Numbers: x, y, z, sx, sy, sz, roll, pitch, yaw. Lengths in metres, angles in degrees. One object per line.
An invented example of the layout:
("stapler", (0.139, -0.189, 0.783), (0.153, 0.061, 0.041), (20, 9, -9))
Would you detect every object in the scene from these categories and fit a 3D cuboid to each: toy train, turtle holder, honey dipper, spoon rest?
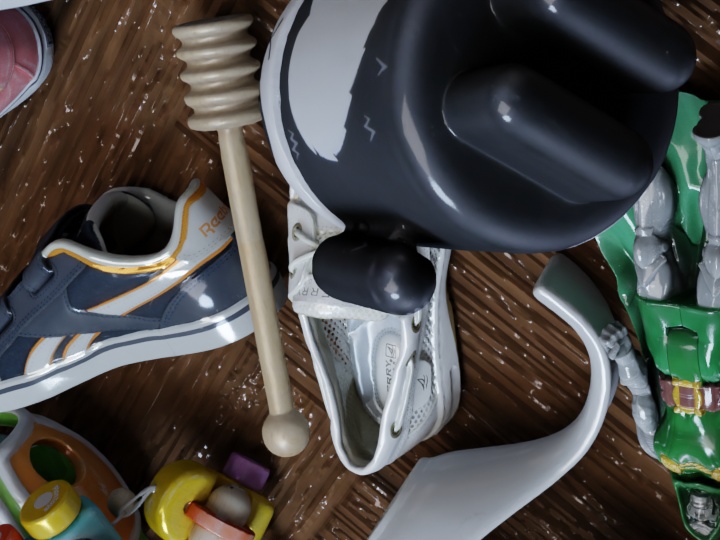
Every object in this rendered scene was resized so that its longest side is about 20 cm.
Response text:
("toy train", (-0.095, 0.171, 1.007), (0.055, 0.198, 0.152), (21, 109, 58))
("turtle holder", (-0.202, 0.144, 1.077), (0.184, 0.141, 0.133), (5, 123, 45))
("honey dipper", (-0.050, -0.013, 0.910), (0.038, 0.038, 0.202), (-3, 101, 34))
("spoon rest", (0.058, 0.089, 0.910), (0.060, 0.099, 0.201), (32, 119, 4))

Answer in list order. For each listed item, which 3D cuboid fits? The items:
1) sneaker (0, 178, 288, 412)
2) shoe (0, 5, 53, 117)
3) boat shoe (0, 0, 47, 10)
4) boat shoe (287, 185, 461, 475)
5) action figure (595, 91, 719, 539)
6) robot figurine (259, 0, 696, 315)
("sneaker", (-0.133, 0.008, 0.986), (0.198, 0.079, 0.080), (-18, 113, 27))
("shoe", (-0.236, -0.057, 0.962), (0.200, 0.091, 0.072), (-38, 92, 23))
("boat shoe", (-0.177, -0.167, 0.913), (0.201, 0.074, 0.087), (6, 118, 41))
("boat shoe", (0.000, 0.000, 0.898), (0.070, 0.069, 0.202), (4, 120, 32))
("action figure", (0.139, 0.026, 0.837), (0.117, 0.055, 0.202), (9, 123, 35))
("robot figurine", (0.038, -0.070, 0.763), (0.200, 0.149, 0.126), (6, 122, 65))
